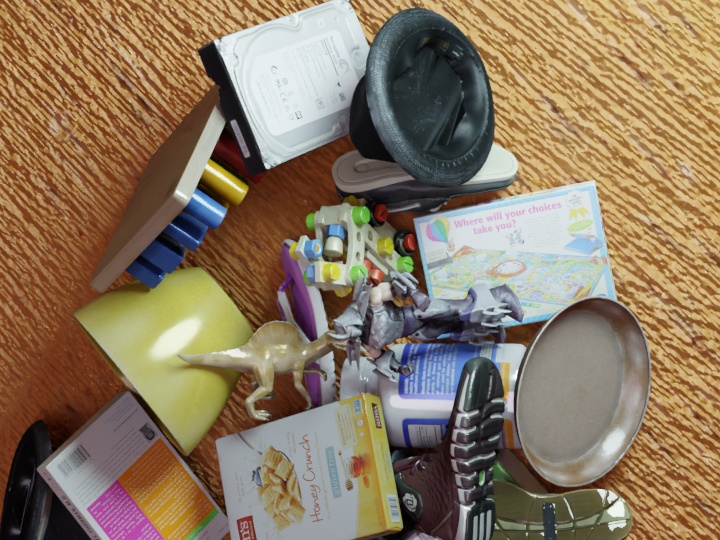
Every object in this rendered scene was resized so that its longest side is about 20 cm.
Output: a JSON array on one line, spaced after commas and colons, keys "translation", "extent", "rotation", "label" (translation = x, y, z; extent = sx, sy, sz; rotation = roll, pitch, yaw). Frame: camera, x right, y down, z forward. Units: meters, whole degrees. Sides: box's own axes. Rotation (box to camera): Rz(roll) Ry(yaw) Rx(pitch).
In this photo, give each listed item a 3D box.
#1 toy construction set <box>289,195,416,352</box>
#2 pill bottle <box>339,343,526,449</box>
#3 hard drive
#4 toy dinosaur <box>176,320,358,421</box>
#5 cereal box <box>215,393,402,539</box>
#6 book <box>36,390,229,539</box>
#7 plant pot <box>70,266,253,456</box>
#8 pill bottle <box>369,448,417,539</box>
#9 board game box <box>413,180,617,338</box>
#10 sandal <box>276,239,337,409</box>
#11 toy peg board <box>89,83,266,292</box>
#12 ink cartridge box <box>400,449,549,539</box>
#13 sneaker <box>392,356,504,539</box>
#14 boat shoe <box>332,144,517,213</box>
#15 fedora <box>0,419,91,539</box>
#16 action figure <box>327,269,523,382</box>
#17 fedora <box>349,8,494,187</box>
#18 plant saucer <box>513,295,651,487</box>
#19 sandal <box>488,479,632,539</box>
[{"translation": [0.000, 0.000, 1.515], "extent": [0.091, 0.200, 0.132], "rotation": [1, 60, 20], "label": "toy construction set"}, {"translation": [0.081, 0.135, 1.542], "extent": [0.197, 0.112, 0.114], "rotation": [0, 100, 12], "label": "pill bottle"}, {"translation": [-0.062, -0.194, 1.478], "extent": [0.038, 0.199, 0.141], "rotation": [-16, 98, 47], "label": "hard drive"}, {"translation": [-0.102, 0.101, 1.516], "extent": [0.197, 0.058, 0.102], "rotation": [-6, 116, -17], "label": "toy dinosaur"}, {"translation": [-0.057, 0.225, 1.510], "extent": [0.198, 0.039, 0.146], "rotation": [-20, 71, 27], "label": "cereal box"}, {"translation": [-0.252, 0.256, 1.602], "extent": [0.048, 0.134, 0.201], "rotation": [-18, 111, 52], "label": "book"}, {"translation": [-0.200, 0.081, 1.566], "extent": [0.142, 0.200, 0.201], "rotation": [-39, 90, -12], "label": "plant pot"}, {"translation": [-0.023, 0.271, 1.571], "extent": [0.199, 0.112, 0.113], "rotation": [-27, 93, 26], "label": "pill bottle"}, {"translation": [0.167, -0.011, 1.540], "extent": [0.197, 0.034, 0.136], "rotation": [-10, 98, 13], "label": "board game box"}, {"translation": [-0.066, 0.069, 1.572], "extent": [0.049, 0.082, 0.205], "rotation": [-15, 99, -19], "label": "sandal"}, {"translation": [-0.169, -0.075, 1.495], "extent": [0.097, 0.201, 0.200], "rotation": [33, 138, -17], "label": "toy peg board"}, {"translation": [0.130, 0.315, 1.577], "extent": [0.200, 0.084, 0.146], "rotation": [-43, 89, 14], "label": "ink cartridge box"}, {"translation": [0.080, 0.183, 1.465], "extent": [0.115, 0.075, 0.203], "rotation": [8, 95, 38], "label": "sneaker"}, {"translation": [0.071, -0.097, 1.539], "extent": [0.197, 0.072, 0.068], "rotation": [-5, 136, 5], "label": "boat shoe"}, {"translation": [-0.354, 0.277, 1.652], "extent": [0.091, 0.201, 0.203], "rotation": [11, 104, -24], "label": "fedora"}, {"translation": [0.060, 0.051, 1.462], "extent": [0.198, 0.070, 0.131], "rotation": [-6, 139, -19], "label": "action figure"}, {"translation": [0.051, -0.168, 1.471], "extent": [0.091, 0.200, 0.203], "rotation": [-18, 97, 43], "label": "fedora"}, {"translation": [0.228, 0.125, 1.497], "extent": [0.032, 0.198, 0.203], "rotation": [12, 106, 53], "label": "plant saucer"}, {"translation": [0.184, 0.263, 1.486], "extent": [0.197, 0.054, 0.081], "rotation": [-2, 67, 14], "label": "sandal"}]
